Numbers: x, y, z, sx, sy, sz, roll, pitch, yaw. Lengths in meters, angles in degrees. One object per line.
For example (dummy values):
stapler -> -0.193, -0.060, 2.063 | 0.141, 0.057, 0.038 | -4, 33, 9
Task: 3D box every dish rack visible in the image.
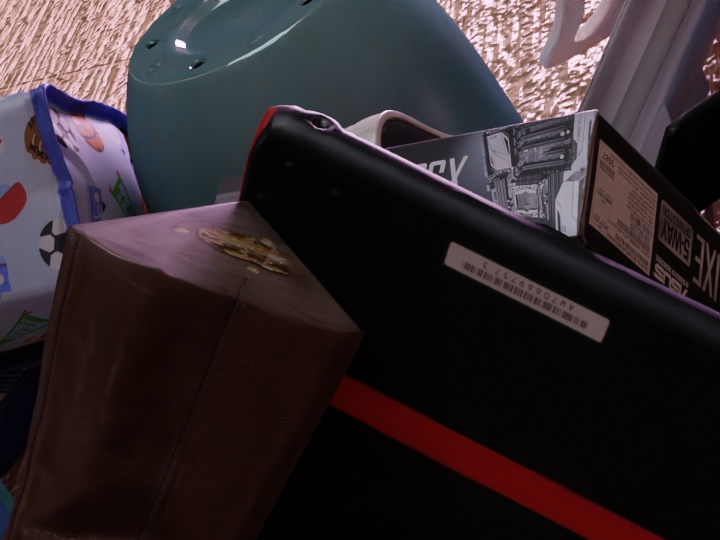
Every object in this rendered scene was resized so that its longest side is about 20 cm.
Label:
dish rack -> 0.152, -0.127, 0.883 | 0.043, 0.201, 0.172 | 26, 20, 9

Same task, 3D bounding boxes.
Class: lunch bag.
lunch bag -> -0.184, -0.011, 1.006 | 0.168, 0.125, 0.200 | -15, -2, 10

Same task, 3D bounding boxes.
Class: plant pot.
plant pot -> -0.022, -0.066, 0.968 | 0.199, 0.162, 0.201 | -23, 28, 13

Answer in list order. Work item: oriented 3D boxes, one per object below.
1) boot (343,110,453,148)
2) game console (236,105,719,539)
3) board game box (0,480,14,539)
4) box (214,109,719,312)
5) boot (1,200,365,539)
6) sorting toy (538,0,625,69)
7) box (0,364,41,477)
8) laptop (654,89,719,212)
boot -> 0.000, 0.000, 0.837 | 0.143, 0.199, 0.073 | -24, 66, 27
game console -> 0.038, 0.056, 0.630 | 0.199, 0.178, 0.031 | 26, 37, 13
board game box -> -0.232, 0.099, 0.863 | 0.045, 0.201, 0.153 | -17, 31, 21
box -> 0.063, 0.019, 0.706 | 0.157, 0.200, 0.050 | -8, 61, 35
boot -> -0.029, 0.088, 0.622 | 0.064, 0.185, 0.202 | -124, 53, -68
sorting toy -> 0.150, -0.191, 0.993 | 0.180, 0.201, 0.107 | -37, 50, -20
box -> -0.244, 0.110, 1.032 | 0.120, 0.033, 0.200 | -5, 34, 39
laptop -> 0.173, -0.128, 0.830 | 0.199, 0.116, 0.187 | -34, -13, -4
